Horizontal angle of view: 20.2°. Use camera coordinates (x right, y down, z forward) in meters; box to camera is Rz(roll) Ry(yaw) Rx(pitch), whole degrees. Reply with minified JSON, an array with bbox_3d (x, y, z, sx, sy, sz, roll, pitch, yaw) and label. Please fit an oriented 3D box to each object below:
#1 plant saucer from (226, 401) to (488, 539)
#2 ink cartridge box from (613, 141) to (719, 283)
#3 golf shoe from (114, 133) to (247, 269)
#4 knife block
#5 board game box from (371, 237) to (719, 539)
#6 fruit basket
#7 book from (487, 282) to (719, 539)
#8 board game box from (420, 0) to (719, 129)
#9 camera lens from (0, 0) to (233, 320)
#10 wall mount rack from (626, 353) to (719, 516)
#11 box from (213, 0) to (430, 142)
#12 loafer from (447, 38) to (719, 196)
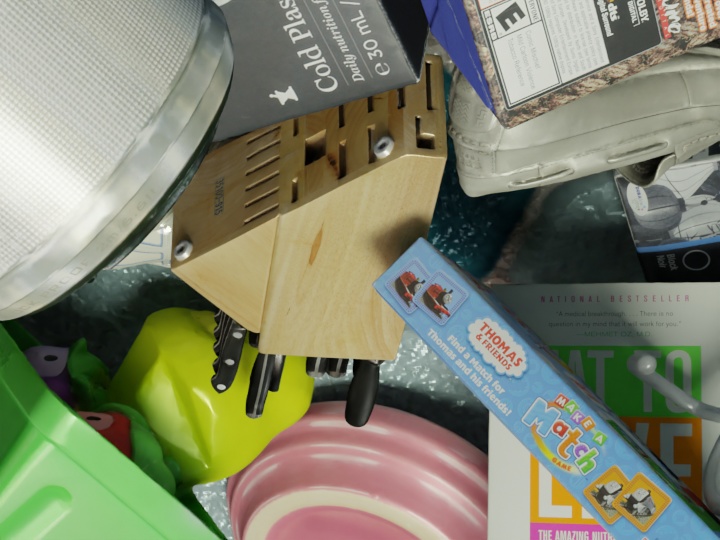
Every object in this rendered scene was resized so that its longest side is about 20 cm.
[{"bbox_3d":[0.010,0.166,1.170,0.200,0.051,0.201,13,133,15],"label":"plant saucer"},{"bbox_3d":[0.233,-0.036,1.001,0.200,0.039,0.100,-10,129,18],"label":"ink cartridge box"},{"bbox_3d":[-0.088,-0.020,1.042,0.200,0.078,0.097,-13,133,19],"label":"golf shoe"},{"bbox_3d":[0.000,0.000,0.975,0.200,0.064,0.176,-26,136,28],"label":"knife block"},{"bbox_3d":[0.100,0.076,0.919,0.037,0.151,0.200,-46,73,4],"label":"board game box"},{"bbox_3d":[-0.126,0.073,1.074,0.215,0.216,0.156,-29,122,28],"label":"fruit basket"},{"bbox_3d":[0.130,0.107,1.011,0.133,0.048,0.200,-1,87,17],"label":"book"},{"bbox_3d":[0.112,-0.179,0.816,0.200,0.097,0.160,-23,127,-5],"label":"board game box"},{"bbox_3d":[-0.161,-0.091,0.773,0.160,0.160,0.200,-34,118,30],"label":"camera lens"},{"bbox_3d":[0.202,0.013,0.887,0.075,0.200,0.174,34,171,-20],"label":"wall mount rack"},{"bbox_3d":[-0.093,-0.165,0.887,0.196,0.124,0.200,-14,127,21],"label":"box"},{"bbox_3d":[0.130,-0.075,0.918,0.200,0.070,0.070,-8,119,-21],"label":"loafer"}]
